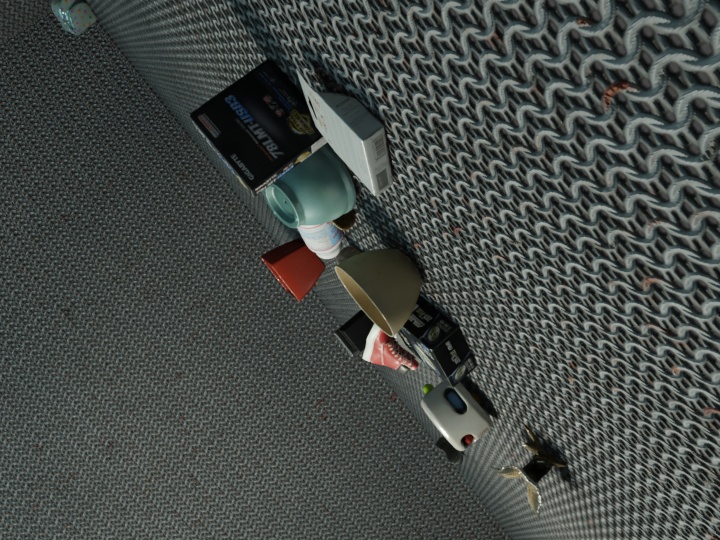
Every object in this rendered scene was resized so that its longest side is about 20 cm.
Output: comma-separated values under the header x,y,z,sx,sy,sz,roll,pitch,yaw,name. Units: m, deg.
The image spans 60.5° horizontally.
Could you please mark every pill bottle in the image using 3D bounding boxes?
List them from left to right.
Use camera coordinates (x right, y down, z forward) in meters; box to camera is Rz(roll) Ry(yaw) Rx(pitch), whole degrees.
x,y,z,sx,sy,sz,roll,pitch,yaw,name
-0.111,-0.116,1.684,0.109,0.109,0.200,45,169,29,pill bottle

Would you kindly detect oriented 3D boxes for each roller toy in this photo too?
x,y,z,sx,sy,sz,roll,pitch,yaw,name
0.274,0.394,1.720,0.200,0.140,0.182,50,-179,-10,roller toy

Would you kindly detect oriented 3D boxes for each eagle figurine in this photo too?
x,y,z,sx,sy,sz,roll,pitch,yaw,name
0.406,0.497,1.487,0.151,0.200,0.152,15,-143,-13,eagle figurine

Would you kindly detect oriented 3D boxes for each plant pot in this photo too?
x,y,z,sx,sy,sz,roll,pitch,yaw,name
-0.263,-0.020,2.521,0.200,0.176,0.200,55,169,-21,plant pot
-0.125,-0.175,1.333,0.200,0.134,0.200,39,154,23,plant pot
0.057,0.028,1.378,0.200,0.134,0.200,48,170,12,plant pot

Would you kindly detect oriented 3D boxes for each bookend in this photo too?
x,y,z,sx,sy,sz,roll,pitch,yaw,name
0.044,0.149,1.691,0.092,0.199,0.200,52,169,-6,bookend

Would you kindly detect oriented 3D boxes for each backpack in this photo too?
x,y,z,sx,sy,sz,roll,pitch,yaw,name
-1.532,-1.380,3.295,0.153,0.176,0.200,22,154,35,backpack

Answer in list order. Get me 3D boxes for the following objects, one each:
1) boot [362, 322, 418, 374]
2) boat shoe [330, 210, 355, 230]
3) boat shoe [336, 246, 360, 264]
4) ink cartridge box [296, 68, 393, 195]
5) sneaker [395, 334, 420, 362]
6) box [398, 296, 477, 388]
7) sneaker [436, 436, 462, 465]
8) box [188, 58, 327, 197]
x,y,z,sx,sy,sz,roll,pitch,yaw,name
0.088,0.188,1.563,0.144,0.072,0.200,22,144,11,boot
-0.091,-0.179,1.492,0.200,0.072,0.072,48,171,-7,boat shoe
0.000,0.000,1.717,0.200,0.076,0.072,42,169,48,boat shoe
-0.024,-0.243,1.048,0.200,0.047,0.160,52,172,26,ink cartridge box
0.121,0.211,1.937,0.116,0.074,0.200,38,165,41,sneaker
0.169,0.163,1.505,0.200,0.086,0.164,40,166,47,box
0.444,0.862,2.918,0.088,0.076,0.200,39,179,-24,sneaker
-0.190,-0.277,1.190,0.200,0.198,0.050,50,168,10,box
